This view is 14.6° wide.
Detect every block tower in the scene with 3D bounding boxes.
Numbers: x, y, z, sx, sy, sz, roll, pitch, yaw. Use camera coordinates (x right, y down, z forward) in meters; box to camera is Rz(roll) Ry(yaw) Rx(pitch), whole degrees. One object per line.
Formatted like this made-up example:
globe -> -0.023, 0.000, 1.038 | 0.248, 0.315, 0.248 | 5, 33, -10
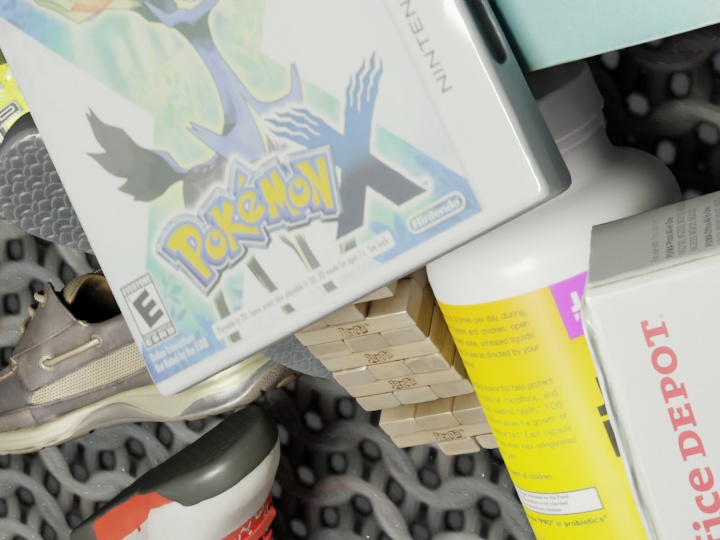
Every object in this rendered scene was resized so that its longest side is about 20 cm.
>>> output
block tower -> 0.000, 0.000, 1.112 | 0.054, 0.058, 0.200 | -12, 139, 28

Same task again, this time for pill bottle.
pill bottle -> 0.090, 0.023, 1.096 | 0.104, 0.104, 0.200 | -12, 107, 39

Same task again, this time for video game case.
video game case -> -0.039, -0.072, 0.997 | 0.200, 0.022, 0.183 | -28, 85, 39

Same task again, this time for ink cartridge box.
ink cartridge box -> 0.191, 0.033, 0.990 | 0.200, 0.083, 0.145 | -15, 107, 11

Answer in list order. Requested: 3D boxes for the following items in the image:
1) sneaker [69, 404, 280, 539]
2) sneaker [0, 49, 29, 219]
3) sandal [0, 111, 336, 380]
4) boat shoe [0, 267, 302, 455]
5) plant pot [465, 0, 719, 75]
sneaker -> -0.057, 0.131, 1.269 | 0.108, 0.067, 0.201 | 52, 151, -2
sneaker -> -0.161, -0.081, 1.241 | 0.200, 0.075, 0.076 | 25, 127, 21
sandal -> -0.057, -0.019, 1.190 | 0.200, 0.043, 0.076 | 28, 124, -12
boat shoe -> -0.115, 0.034, 1.283 | 0.200, 0.074, 0.073 | -13, 97, 31
plant pot -> 0.090, -0.186, 0.961 | 0.141, 0.141, 0.200 | -11, 101, 39
